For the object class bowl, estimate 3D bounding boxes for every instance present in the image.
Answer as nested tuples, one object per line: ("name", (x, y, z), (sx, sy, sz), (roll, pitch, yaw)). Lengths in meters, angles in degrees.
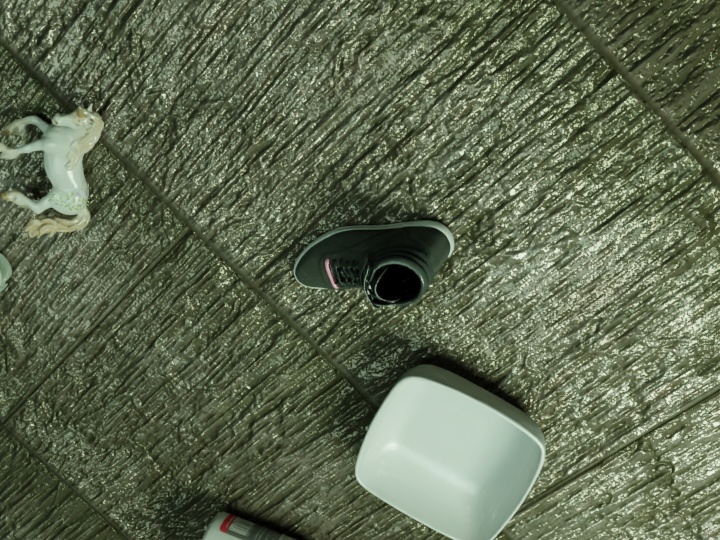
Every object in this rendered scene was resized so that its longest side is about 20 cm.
("bowl", (0.109, 0.210, 1.270), (0.198, 0.075, 0.201), (27, 124, 3))

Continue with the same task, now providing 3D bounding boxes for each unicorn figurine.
("unicorn figurine", (-0.362, -0.132, 1.262), (0.136, 0.074, 0.201), (3, 133, 8))

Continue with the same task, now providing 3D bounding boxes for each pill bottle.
("pill bottle", (-0.120, 0.412, 1.440), (0.198, 0.111, 0.112), (19, 122, 9))

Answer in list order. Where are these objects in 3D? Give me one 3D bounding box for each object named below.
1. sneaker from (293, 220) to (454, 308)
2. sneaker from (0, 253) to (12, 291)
("sneaker", (0.000, 0.000, 1.180), (0.198, 0.099, 0.071), (-10, 116, 25))
("sneaker", (-0.543, 0.056, 1.412), (0.074, 0.089, 0.200), (38, 124, -5))
